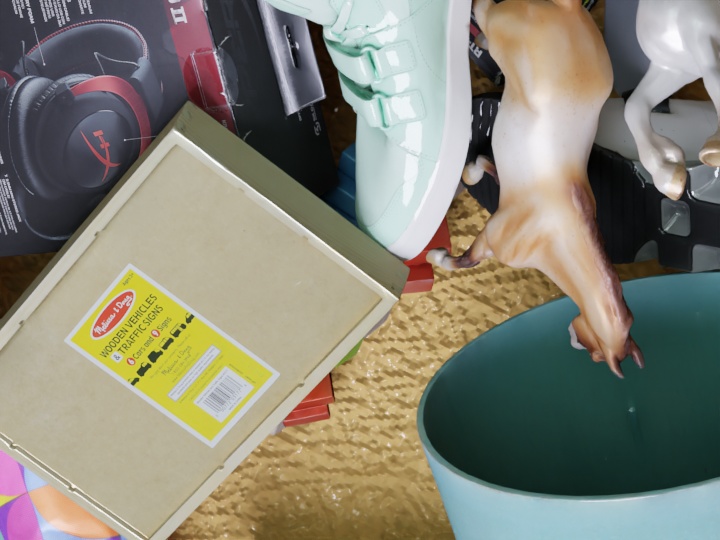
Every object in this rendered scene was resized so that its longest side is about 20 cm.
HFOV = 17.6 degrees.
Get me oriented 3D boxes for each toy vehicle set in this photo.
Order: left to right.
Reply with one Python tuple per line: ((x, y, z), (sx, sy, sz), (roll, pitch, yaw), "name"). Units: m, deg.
((-0.087, 0.031, 1.049), (0.124, 0.027, 0.200), (38, 121, -11), "toy vehicle set")

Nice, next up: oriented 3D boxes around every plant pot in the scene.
((0.138, 0.116, 1.010), (0.200, 0.201, 0.162), (-7, 113, 15), "plant pot")

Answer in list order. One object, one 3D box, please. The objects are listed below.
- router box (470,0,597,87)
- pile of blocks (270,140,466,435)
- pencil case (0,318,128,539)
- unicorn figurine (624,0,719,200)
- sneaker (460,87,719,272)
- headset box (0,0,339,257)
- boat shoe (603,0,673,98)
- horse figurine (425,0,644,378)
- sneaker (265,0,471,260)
((0.050, -0.210, 1.087), (0.200, 0.062, 0.150), (50, 136, 14), "router box")
((0.000, 0.000, 1.114), (0.062, 0.082, 0.200), (32, 94, 16), "pile of blocks")
((-0.146, 0.113, 1.149), (0.088, 0.088, 0.201), (-22, 78, 13), "pencil case")
((0.160, -0.099, 0.979), (0.199, 0.074, 0.138), (14, 60, -25), "unicorn figurine")
((0.138, -0.047, 1.077), (0.199, 0.088, 0.074), (18, 126, 26), "sneaker")
((-0.108, -0.091, 1.076), (0.199, 0.075, 0.149), (-5, 108, 32), "headset box")
((0.170, -0.171, 1.083), (0.070, 0.071, 0.201), (4, 108, -25), "boat shoe")
((0.074, -0.064, 1.007), (0.050, 0.132, 0.201), (-4, 103, -26), "horse figurine")
((-0.014, -0.101, 0.997), (0.118, 0.074, 0.201), (-3, 108, -24), "sneaker")
